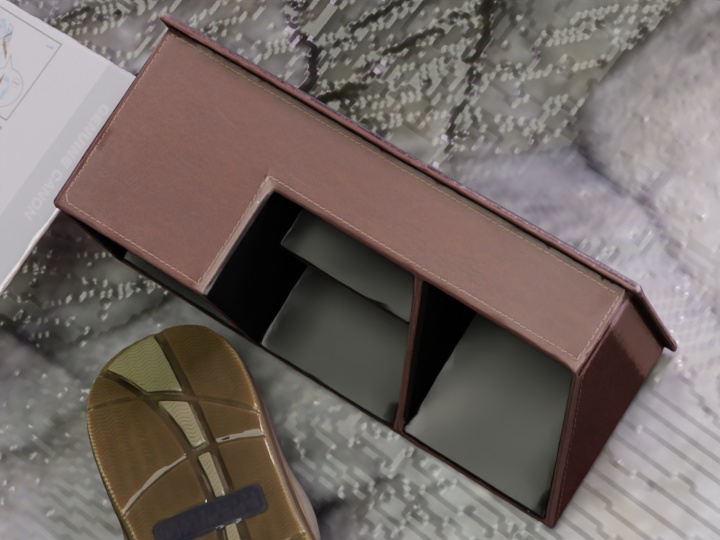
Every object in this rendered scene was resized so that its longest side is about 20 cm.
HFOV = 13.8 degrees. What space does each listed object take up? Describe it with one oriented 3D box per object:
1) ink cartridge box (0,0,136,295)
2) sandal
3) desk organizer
[{"bbox_3d":[-0.191,-0.024,1.084,0.173,0.044,0.200,32,82,22],"label":"ink cartridge box"},{"bbox_3d":[-0.045,0.109,0.998,0.080,0.054,0.201,-18,53,3],"label":"sandal"},{"bbox_3d":[0.000,0.000,1.009,0.199,0.072,0.077,31,84,23],"label":"desk organizer"}]
